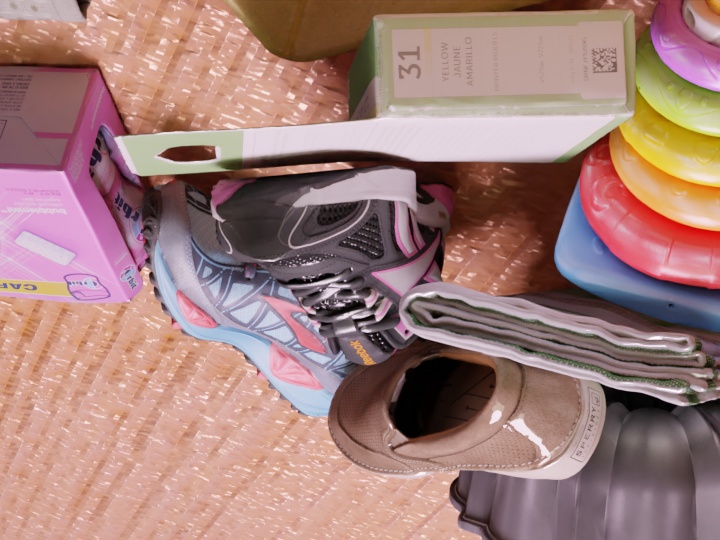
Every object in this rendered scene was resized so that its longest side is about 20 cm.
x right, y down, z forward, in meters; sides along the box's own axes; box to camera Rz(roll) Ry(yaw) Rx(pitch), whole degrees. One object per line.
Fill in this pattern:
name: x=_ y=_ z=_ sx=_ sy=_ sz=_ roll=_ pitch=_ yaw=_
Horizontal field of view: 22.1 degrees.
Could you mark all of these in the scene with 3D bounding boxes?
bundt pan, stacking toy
bundt pan: x=0.144 y=0.085 z=0.946 sx=0.200 sy=0.202 sz=0.076 roll=3 pitch=107 yaw=14
stacking toy: x=0.149 y=-0.081 z=0.755 sx=0.115 sy=0.110 sz=0.201 roll=15 pitch=138 yaw=15

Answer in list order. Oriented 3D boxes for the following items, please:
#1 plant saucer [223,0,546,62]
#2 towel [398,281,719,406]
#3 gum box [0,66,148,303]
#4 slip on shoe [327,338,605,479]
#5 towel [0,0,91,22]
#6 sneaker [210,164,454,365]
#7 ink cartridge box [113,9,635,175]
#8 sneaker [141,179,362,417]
plant saucer: x=0.002 y=-0.174 z=0.691 sx=0.199 sy=0.049 sz=0.200 roll=-10 pitch=141 yaw=32
towel: x=0.123 y=0.026 z=0.874 sx=0.148 sy=0.031 sz=0.200 roll=14 pitch=-172 yaw=26
gum box: x=-0.207 y=-0.045 z=0.949 sx=0.198 sy=0.067 sz=0.114 roll=3 pitch=146 yaw=15
slip on shoe: x=0.034 y=0.065 z=0.903 sx=0.060 sy=0.077 sz=0.199 roll=23 pitch=170 yaw=-31
towel: x=-0.220 y=-0.182 z=0.781 sx=0.198 sy=0.035 sz=0.193 roll=6 pitch=145 yaw=14
sneaker: x=0.000 y=0.000 z=0.850 sx=0.080 sy=0.087 sz=0.200 roll=-5 pitch=176 yaw=25
ink cartridge box: x=0.002 y=-0.070 z=0.760 sx=0.198 sy=0.048 sz=0.146 roll=-1 pitch=177 yaw=-4
sneaker: x=-0.036 y=0.002 z=0.976 sx=0.095 sy=0.080 sz=0.200 roll=-22 pitch=143 yaw=24
